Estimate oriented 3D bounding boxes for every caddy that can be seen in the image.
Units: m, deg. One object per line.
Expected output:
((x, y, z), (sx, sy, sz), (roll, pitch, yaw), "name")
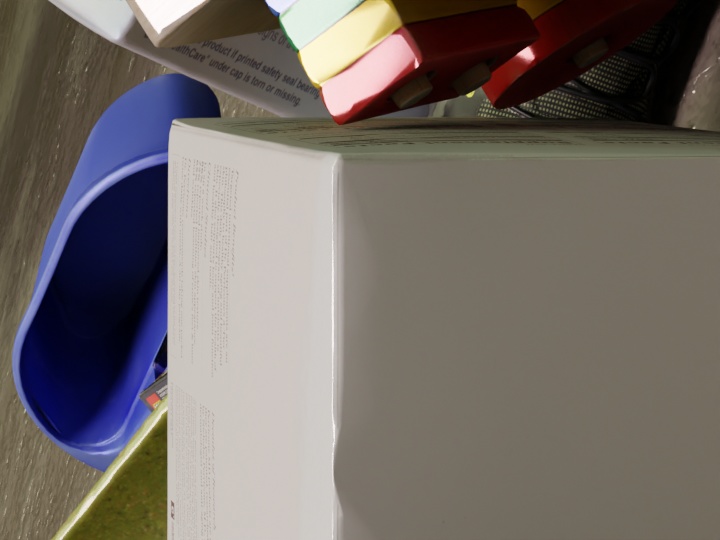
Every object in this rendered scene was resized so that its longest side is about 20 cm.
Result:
((-0.076, 0.011, 1.194), (0.105, 0.141, 0.200), (-88, 20, -51), "caddy")

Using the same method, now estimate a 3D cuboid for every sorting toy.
((0.069, -0.112, 0.759), (0.200, 0.199, 0.070), (-35, 81, 31), "sorting toy")

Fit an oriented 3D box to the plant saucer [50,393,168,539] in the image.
((-0.043, 0.162, 0.950), (0.200, 0.048, 0.200), (-50, 57, 20), "plant saucer")

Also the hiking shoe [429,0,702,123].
((0.077, -0.093, 0.902), (0.101, 0.076, 0.200), (136, 146, -65), "hiking shoe")

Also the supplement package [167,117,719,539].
((0.037, 0.036, 0.741), (0.200, 0.150, 0.152), (-161, 70, -73), "supplement package")

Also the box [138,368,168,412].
((0.000, 0.000, 1.013), (0.137, 0.040, 0.200), (-42, 4, -24), "box")

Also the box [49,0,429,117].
((-0.020, -0.167, 0.990), (0.105, 0.184, 0.200), (35, 98, 34), "box")
